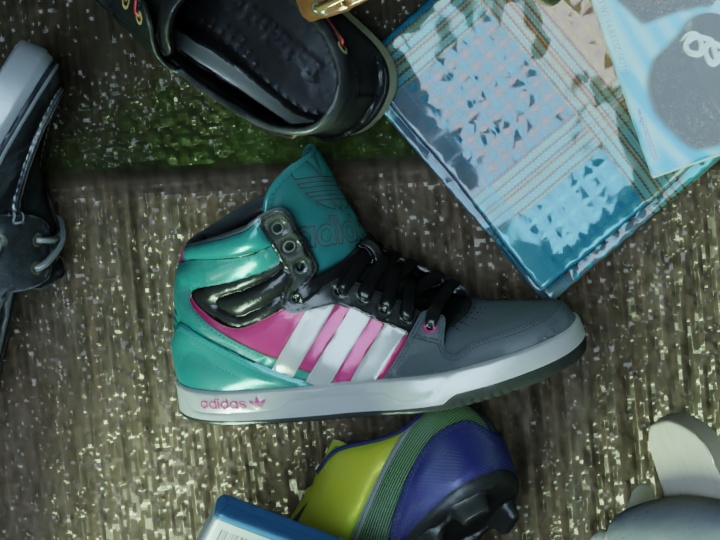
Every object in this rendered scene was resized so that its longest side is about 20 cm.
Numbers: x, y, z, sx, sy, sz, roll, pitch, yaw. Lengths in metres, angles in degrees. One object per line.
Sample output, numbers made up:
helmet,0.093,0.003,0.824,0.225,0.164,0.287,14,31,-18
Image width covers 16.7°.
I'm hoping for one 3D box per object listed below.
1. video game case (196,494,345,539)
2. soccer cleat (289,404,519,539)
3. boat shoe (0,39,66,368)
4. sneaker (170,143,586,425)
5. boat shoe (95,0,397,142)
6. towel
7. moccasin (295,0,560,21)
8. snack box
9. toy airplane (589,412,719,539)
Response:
video game case,-0.039,0.206,1.167,0.143,0.018,0.200,22,121,-10
soccer cleat,-0.012,0.130,1.188,0.200,0.065,0.084,-36,60,19
boat shoe,-0.175,-0.014,1.194,0.071,0.072,0.200,24,113,-2
sneaker,0.000,0.000,1.149,0.200,0.084,0.121,-7,106,14
boat shoe,-0.075,-0.130,1.145,0.201,0.063,0.074,36,107,16
towel,0.113,-0.101,1.138,0.200,0.022,0.147,-41,89,14
moccasin,0.060,-0.153,1.062,0.201,0.074,0.078,-16,108,12
snack box,0.153,-0.155,1.096,0.116,0.037,0.200,-19,93,12
toy airplane,0.170,0.188,1.063,0.141,0.199,0.200,-21,52,-20
